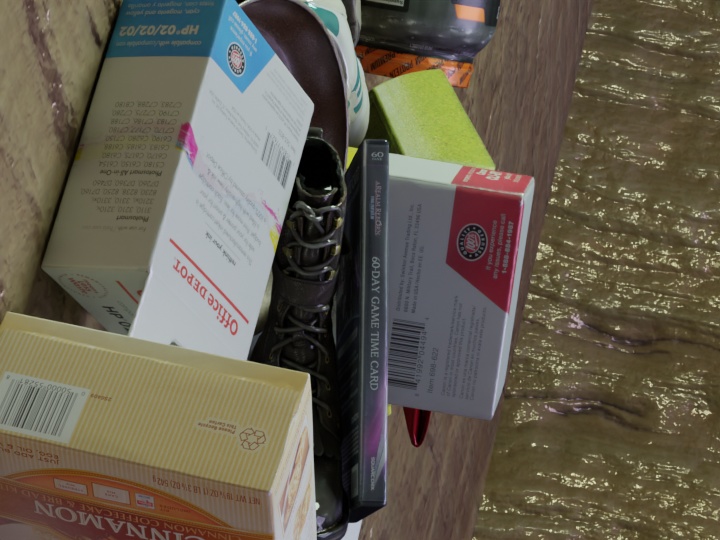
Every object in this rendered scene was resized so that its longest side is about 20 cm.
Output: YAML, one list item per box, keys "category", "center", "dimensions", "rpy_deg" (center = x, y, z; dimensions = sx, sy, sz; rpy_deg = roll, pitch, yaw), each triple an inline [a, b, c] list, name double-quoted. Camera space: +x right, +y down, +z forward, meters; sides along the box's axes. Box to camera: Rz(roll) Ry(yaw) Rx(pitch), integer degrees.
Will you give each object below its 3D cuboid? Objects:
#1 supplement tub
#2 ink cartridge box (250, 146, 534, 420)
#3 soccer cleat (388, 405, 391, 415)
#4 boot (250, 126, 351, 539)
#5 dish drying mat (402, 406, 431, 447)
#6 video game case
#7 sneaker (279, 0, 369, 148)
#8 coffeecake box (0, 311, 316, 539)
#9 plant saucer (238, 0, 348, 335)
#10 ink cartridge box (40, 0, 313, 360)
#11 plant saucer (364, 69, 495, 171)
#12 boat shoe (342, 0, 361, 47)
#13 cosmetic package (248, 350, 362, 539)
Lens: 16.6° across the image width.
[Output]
- category: "supplement tub"
  center: [0.050, -0.241, 1.821]
  dimensions: [0.123, 0.121, 0.202]
  rpy_deg: [-29, 128, -78]
- category: "ink cartridge box"
  center: [0.000, 0.000, 1.548]
  dimensions: [0.083, 0.198, 0.146]
  rpy_deg: [-55, 154, -75]
- category: "soccer cleat"
  center: [-0.005, 0.067, 1.762]
  dimensions: [0.065, 0.083, 0.201]
  rpy_deg: [-85, -159, -51]
- category: "boot"
  center: [-0.036, 0.034, 1.347]
  dimensions: [0.201, 0.069, 0.175]
  rpy_deg: [-99, -166, -56]
- category: "dish drying mat"
  center: [0.034, 0.042, 1.764]
  dimensions: [0.200, 0.018, 0.077]
  rpy_deg: [-103, -164, -62]
- category: "video game case"
  center: [0.000, 0.039, 1.404]
  dimensions: [0.143, 0.019, 0.202]
  rpy_deg: [124, -32, -79]
- category: "sneaker"
  center: [-0.034, -0.118, 1.546]
  dimensions: [0.200, 0.070, 0.094]
  rpy_deg: [79, 6, -54]
- category: "coffeecake box"
  center: [-0.102, 0.124, 1.200]
  dimensions: [0.201, 0.152, 0.073]
  rpy_deg: [89, 16, -49]
- category: "plant saucer"
  center: [-0.070, -0.061, 1.415]
  dimensions: [0.200, 0.032, 0.202]
  rpy_deg: [-30, 126, -52]
- category: "ink cartridge box"
  center: [-0.096, -0.027, 1.258]
  dimensions: [0.115, 0.067, 0.201]
  rpy_deg: [50, 48, -53]
- category: "plant saucer"
  center: [0.001, -0.034, 1.672]
  dimensions: [0.200, 0.048, 0.200]
  rpy_deg: [-56, -159, 16]
- category: "boat shoe"
  center: [-0.021, -0.228, 1.589]
  dimensions: [0.072, 0.075, 0.201]
  rpy_deg: [-75, 179, -48]
- category: "cosmetic package"
  center: [-0.074, 0.153, 1.466]
  dimensions: [0.150, 0.051, 0.202]
  rpy_deg: [26, 69, -37]
